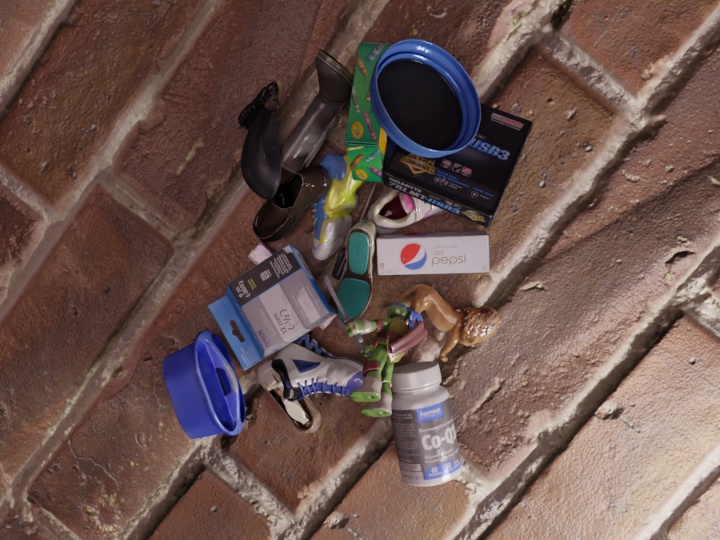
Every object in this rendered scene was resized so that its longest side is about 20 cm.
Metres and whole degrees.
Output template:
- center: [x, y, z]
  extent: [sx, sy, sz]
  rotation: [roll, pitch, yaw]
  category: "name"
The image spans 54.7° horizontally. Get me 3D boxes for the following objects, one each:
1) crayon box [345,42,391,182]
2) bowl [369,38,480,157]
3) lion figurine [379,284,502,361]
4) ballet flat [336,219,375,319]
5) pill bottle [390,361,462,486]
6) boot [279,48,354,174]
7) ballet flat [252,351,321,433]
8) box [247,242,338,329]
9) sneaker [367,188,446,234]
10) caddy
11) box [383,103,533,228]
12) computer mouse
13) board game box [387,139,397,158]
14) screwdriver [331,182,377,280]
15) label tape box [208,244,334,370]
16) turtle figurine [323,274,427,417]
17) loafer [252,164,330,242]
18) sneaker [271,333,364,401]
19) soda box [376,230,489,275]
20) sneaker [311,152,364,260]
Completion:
- center: [0.019, -0.267, 1.179]
  extent: [0.058, 0.119, 0.202]
  rotation: [4, 68, 8]
  category: "crayon box"
- center: [0.104, -0.276, 1.128]
  extent: [0.199, 0.039, 0.202]
  rotation: [9, 69, -25]
  category: "bowl"
- center: [0.145, 0.079, 1.253]
  extent: [0.199, 0.073, 0.123]
  rotation: [32, 112, -3]
  category: "lion figurine"
- center: [0.000, 0.000, 1.273]
  extent: [0.067, 0.062, 0.201]
  rotation: [18, 121, 10]
  category: "ballet flat"
- center: [0.112, 0.272, 1.253]
  extent: [0.113, 0.114, 0.202]
  rotation: [-10, 93, 9]
  category: "pill bottle"
- center: [-0.087, -0.268, 1.220]
  extent: [0.200, 0.182, 0.073]
  rotation: [-46, 68, 5]
  category: "boot"
- center: [-0.143, 0.223, 1.310]
  extent: [0.068, 0.067, 0.200]
  rotation: [-41, 87, 9]
  category: "ballet flat"
- center: [-0.127, 0.027, 1.308]
  extent: [0.200, 0.041, 0.039]
  rotation: [44, 97, 2]
  category: "box"
- center: [0.103, -0.123, 1.240]
  extent: [0.199, 0.088, 0.082]
  rotation: [-28, 90, 9]
  category: "sneaker"
- center: [-0.278, 0.214, 1.292]
  extent: [0.104, 0.141, 0.201]
  rotation: [-19, 92, 12]
  category: "caddy"
- center: [0.167, -0.199, 1.185]
  extent: [0.199, 0.050, 0.199]
  rotation: [24, 72, 10]
  category: "box"
- center: [-0.186, -0.222, 1.232]
  extent: [0.052, 0.138, 0.202]
  rotation: [4, 69, -34]
  category: "computer mouse"
- center: [0.120, -0.232, 1.248]
  extent: [0.200, 0.039, 0.158]
  rotation: [37, 74, 15]
  category: "board game box"
- center: [-0.003, -0.074, 1.288]
  extent: [0.029, 0.028, 0.201]
  rotation: [27, 99, 0]
  category: "screwdriver"
- center: [-0.168, 0.069, 1.251]
  extent: [0.199, 0.066, 0.144]
  rotation: [-32, 80, 2]
  category: "label tape box"
- center: [0.005, 0.141, 1.199]
  extent: [0.198, 0.144, 0.195]
  rotation: [15, 57, -8]
  category: "turtle figurine"
- center: [-0.141, -0.124, 1.256]
  extent: [0.200, 0.071, 0.073]
  rotation: [-43, 65, 32]
  category: "loafer"
- center: [-0.082, 0.201, 1.268]
  extent: [0.198, 0.115, 0.081]
  rotation: [27, 141, 11]
  category: "sneaker"
- center: [0.130, -0.032, 1.253]
  extent: [0.198, 0.064, 0.069]
  rotation: [-2, 100, 7]
  category: "soda box"
- center: [-0.062, -0.125, 1.283]
  extent: [0.105, 0.076, 0.201]
  rotation: [28, 98, 24]
  category: "sneaker"
